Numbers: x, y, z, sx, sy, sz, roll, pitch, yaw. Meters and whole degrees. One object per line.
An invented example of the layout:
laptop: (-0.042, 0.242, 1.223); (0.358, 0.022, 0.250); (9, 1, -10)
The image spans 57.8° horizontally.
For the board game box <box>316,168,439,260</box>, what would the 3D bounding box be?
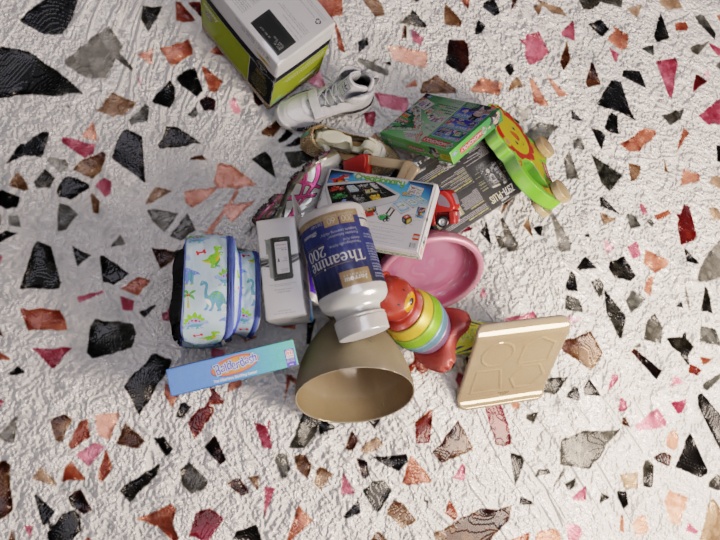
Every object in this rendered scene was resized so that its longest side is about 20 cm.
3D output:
board game box: (0.023, -0.098, 1.106); (0.198, 0.035, 0.127); (12, 74, 20)

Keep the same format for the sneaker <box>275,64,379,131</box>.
sneaker: (-0.058, -0.320, 1.199); (0.198, 0.115, 0.076); (-17, 85, -16)

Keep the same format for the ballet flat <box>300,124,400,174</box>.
ballet flat: (-0.013, -0.226, 1.221); (0.198, 0.065, 0.071); (8, 76, -14)

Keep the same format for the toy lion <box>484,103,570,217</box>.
toy lion: (0.299, -0.221, 1.238); (0.191, 0.069, 0.201); (26, 42, -33)

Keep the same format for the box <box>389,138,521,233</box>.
box: (0.177, -0.161, 1.248); (0.199, 0.086, 0.165); (-33, 90, -16)

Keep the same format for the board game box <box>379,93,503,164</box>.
board game box: (0.146, -0.267, 1.210); (0.134, 0.200, 0.029); (-42, 130, -15)

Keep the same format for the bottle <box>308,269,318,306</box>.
bottle: (-0.058, -0.037, 1.172); (0.065, 0.084, 0.201); (24, 77, -9)

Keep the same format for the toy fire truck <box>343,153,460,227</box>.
toy fire truck: (0.074, -0.143, 1.160); (0.198, 0.049, 0.142); (-4, 98, 18)

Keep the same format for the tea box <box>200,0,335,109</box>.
tea box: (-0.169, -0.429, 1.146); (0.133, 0.197, 0.200); (-40, 93, -16)

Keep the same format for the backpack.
backpack: (-0.233, 0.031, 1.057); (0.146, 0.200, 0.185); (1, 80, -13)

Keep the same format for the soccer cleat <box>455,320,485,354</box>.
soccer cleat: (0.231, 0.123, 1.218); (0.198, 0.084, 0.065); (2, 81, -14)

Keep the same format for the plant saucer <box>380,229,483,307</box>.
plant saucer: (0.119, -0.003, 1.173); (0.199, 0.201, 0.051); (-2, 47, -14)

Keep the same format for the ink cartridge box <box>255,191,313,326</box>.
ink cartridge box: (-0.125, -0.015, 1.078); (0.067, 0.116, 0.202); (-7, 80, 0)

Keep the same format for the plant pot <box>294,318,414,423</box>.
plant pot: (-0.015, 0.156, 1.114); (0.198, 0.201, 0.135); (3, 52, -13)

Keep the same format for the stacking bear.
stacking bear: (0.086, 0.076, 1.127); (0.200, 0.113, 0.122); (40, 71, -43)

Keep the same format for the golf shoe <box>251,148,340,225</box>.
golf shoe: (-0.100, -0.132, 1.182); (0.092, 0.073, 0.200); (44, 88, -11)

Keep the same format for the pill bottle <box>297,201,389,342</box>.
pill bottle: (-0.022, 0.004, 1.018); (0.110, 0.111, 0.202); (-13, 77, -15)

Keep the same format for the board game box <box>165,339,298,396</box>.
board game box: (-0.211, 0.159, 1.068); (0.198, 0.152, 0.045); (-12, 84, -16)

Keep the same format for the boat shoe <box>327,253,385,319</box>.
boat shoe: (-0.001, 0.000, 1.188); (0.072, 0.068, 0.201); (29, 76, -8)

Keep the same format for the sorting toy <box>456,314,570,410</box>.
sorting toy: (0.275, 0.167, 1.198); (0.183, 0.201, 0.037); (-5, 38, -15)
